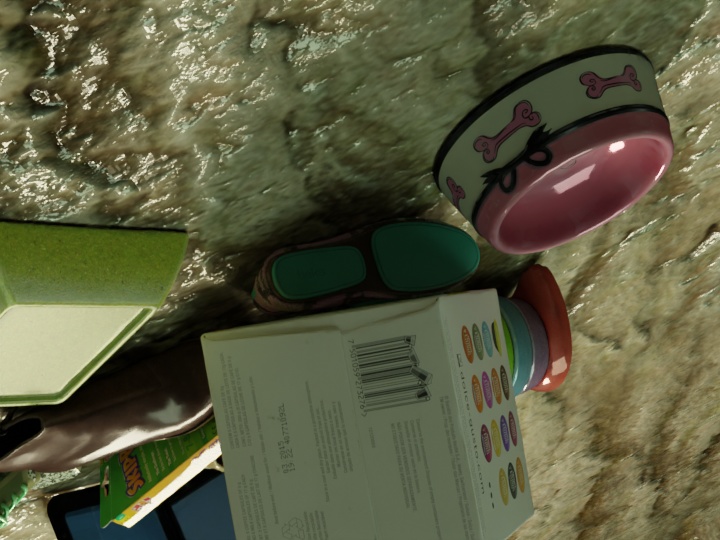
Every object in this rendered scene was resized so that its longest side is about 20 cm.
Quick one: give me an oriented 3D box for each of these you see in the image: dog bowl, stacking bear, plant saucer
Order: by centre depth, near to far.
[{"bbox_3d":[-0.243,0.044,1.194,0.199,0.048,0.200,2,144,-49],"label":"plant saucer"},{"bbox_3d":[0.164,-0.088,1.321,0.200,0.074,0.200,-22,157,-10],"label":"dog bowl"},{"bbox_3d":[0.092,0.076,1.560,0.200,0.114,0.122,-8,151,-30],"label":"stacking bear"}]

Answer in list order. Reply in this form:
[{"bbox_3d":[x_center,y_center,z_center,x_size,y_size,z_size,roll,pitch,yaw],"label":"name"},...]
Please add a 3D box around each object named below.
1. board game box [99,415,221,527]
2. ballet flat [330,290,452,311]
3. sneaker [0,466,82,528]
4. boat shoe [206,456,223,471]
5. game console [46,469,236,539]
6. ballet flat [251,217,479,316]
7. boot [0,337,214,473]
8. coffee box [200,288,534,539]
[{"bbox_3d":[-0.162,0.145,1.438,0.200,0.096,0.030,-37,129,27],"label":"board game box"},{"bbox_3d":[-0.001,0.054,1.477,0.200,0.068,0.075,-28,180,18],"label":"ballet flat"},{"bbox_3d":[-0.321,0.198,1.387,0.200,0.089,0.077,-7,150,-40],"label":"sneaker"},{"bbox_3d":[-0.068,0.150,1.502,0.200,0.069,0.074,-12,109,-31],"label":"boat shoe"},{"bbox_3d":[-0.170,0.265,1.548,0.176,0.200,0.116,-34,157,17],"label":"game console"},{"bbox_3d":[0.000,0.000,1.357,0.199,0.069,0.071,-11,171,-25],"label":"ballet flat"},{"bbox_3d":[-0.207,0.118,1.332,0.200,0.073,0.166,-28,172,23],"label":"boot"},{"bbox_3d":[0.013,0.129,1.330,0.199,0.200,0.198,-10,178,17],"label":"coffee box"}]
